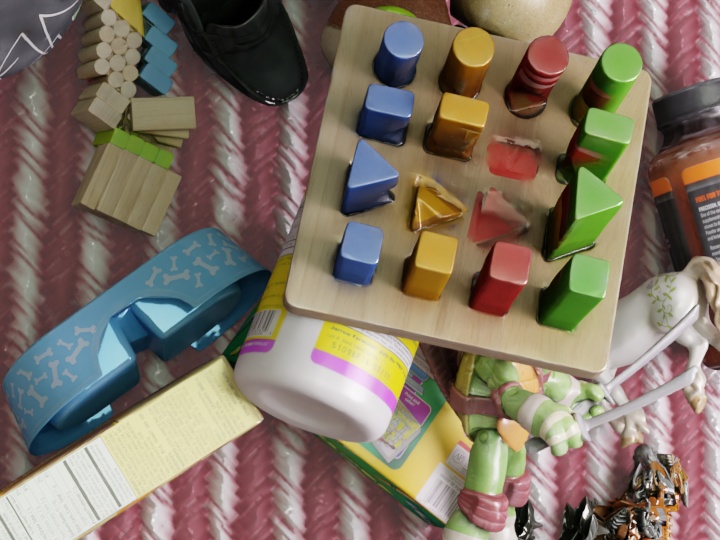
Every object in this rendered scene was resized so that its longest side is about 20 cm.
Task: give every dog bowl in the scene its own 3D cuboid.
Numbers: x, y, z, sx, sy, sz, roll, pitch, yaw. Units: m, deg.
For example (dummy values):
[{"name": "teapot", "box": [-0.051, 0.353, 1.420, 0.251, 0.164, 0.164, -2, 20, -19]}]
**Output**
[{"name": "dog bowl", "box": [-0.152, 0.043, 1.218, 0.200, 0.112, 0.050, -37, 79, -13]}]

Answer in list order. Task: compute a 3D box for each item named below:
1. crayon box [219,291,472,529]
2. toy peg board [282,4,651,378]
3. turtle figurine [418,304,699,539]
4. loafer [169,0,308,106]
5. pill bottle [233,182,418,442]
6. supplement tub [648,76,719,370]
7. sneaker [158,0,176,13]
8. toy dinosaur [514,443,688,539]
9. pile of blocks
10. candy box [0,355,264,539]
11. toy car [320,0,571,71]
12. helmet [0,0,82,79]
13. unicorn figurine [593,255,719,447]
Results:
[{"name": "crayon box", "box": [0.018, 0.074, 1.260, 0.200, 0.058, 0.119, 39, 77, -14]}, {"name": "toy peg board", "box": [0.073, -0.062, 1.084, 0.198, 0.098, 0.201, 13, 72, -3]}, {"name": "turtle figurine", "box": [0.128, 0.112, 1.174, 0.199, 0.144, 0.195, 10, 106, -15]}, {"name": "loafer", "box": [-0.089, -0.176, 1.227, 0.068, 0.070, 0.201, -40, 135, -4]}, {"name": "pill bottle", "box": [0.000, 0.000, 1.164, 0.104, 0.104, 0.201, 25, 72, -8]}, {"name": "supplement tub", "box": [0.271, -0.036, 1.316, 0.106, 0.107, 0.201, -15, 88, -13]}, {"name": "sneaker", "box": [-0.062, -0.246, 1.283, 0.200, 0.079, 0.089, -44, 91, -13]}, {"name": "toy dinosaur", "box": [0.173, 0.214, 1.275, 0.135, 0.102, 0.201, 31, 49, -27]}, {"name": "pile of blocks", "box": [-0.162, -0.124, 1.261, 0.082, 0.062, 0.202, -1, 92, -24]}, {"name": "candy box", "box": [-0.167, 0.132, 1.198, 0.199, 0.115, 0.055, -33, 90, -14]}, {"name": "toy car", "box": [0.080, -0.194, 1.242, 0.157, 0.164, 0.201, 28, 93, -8]}, {"name": "helmet", "box": [-0.263, -0.214, 1.173, 0.199, 0.200, 0.192, -7, 95, -13]}, {"name": "unicorn figurine", "box": [0.183, 0.052, 1.291, 0.199, 0.074, 0.138, -26, 79, 12]}]
